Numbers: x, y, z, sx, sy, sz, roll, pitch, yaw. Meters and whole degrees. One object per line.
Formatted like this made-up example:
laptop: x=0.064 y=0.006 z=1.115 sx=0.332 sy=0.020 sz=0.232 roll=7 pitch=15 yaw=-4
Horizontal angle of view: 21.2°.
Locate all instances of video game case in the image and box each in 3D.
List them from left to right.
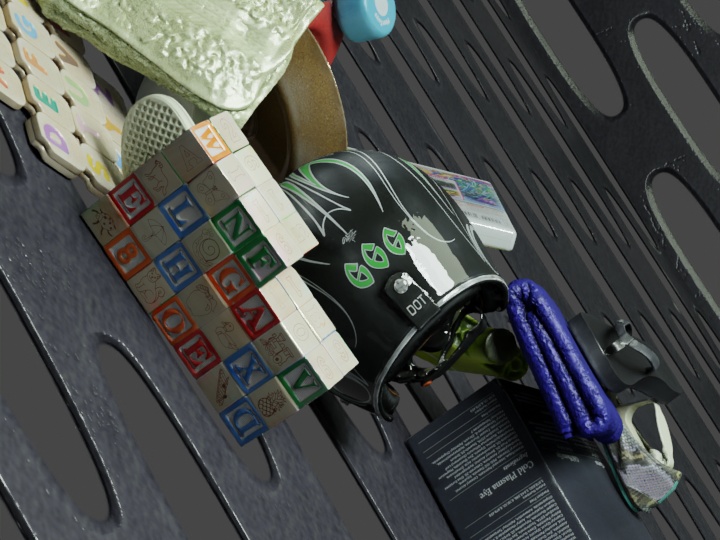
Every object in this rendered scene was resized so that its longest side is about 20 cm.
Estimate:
video game case: x=0.037 y=-0.073 z=1.790 sx=0.199 sy=0.024 sz=0.182 roll=13 pitch=15 yaw=-8

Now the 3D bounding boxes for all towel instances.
towel: x=-0.140 y=-0.213 z=1.494 sx=0.199 sy=0.149 sz=0.036 roll=32 pitch=-23 yaw=-5
towel: x=0.169 y=0.084 z=1.641 sx=0.148 sy=0.049 sz=0.200 roll=60 pitch=6 yaw=11

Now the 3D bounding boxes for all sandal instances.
sandal: x=0.238 y=0.070 z=1.693 sx=0.200 sy=0.043 sz=0.076 roll=17 pitch=39 yaw=-60

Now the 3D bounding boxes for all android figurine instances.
android figurine: x=0.058 y=0.045 z=1.670 sx=0.182 sy=0.041 sz=0.200 roll=31 pitch=-9 yaw=-17

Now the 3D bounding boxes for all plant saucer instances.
plant saucer: x=-0.086 y=-0.134 z=1.600 sx=0.035 sy=0.200 sz=0.201 roll=-23 pitch=75 yaw=-32

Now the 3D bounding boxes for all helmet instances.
helmet: x=0.000 y=0.000 z=1.497 sx=0.191 sy=0.200 sz=0.200 roll=44 pitch=11 yaw=21

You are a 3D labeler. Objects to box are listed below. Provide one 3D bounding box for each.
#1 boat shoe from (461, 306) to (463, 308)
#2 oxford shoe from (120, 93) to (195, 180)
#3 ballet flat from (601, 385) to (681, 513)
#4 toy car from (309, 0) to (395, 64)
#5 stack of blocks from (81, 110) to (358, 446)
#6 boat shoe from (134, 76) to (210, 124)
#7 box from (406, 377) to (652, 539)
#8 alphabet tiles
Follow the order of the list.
boat shoe: x=0.067 y=0.008 z=1.794 sx=0.072 sy=0.072 sz=0.200 roll=46 pitch=-13 yaw=7
oxford shoe: x=-0.117 y=-0.034 z=1.410 sx=0.201 sy=0.075 sz=0.058 roll=65 pitch=27 yaw=-5
ballet flat: x=0.235 y=0.124 z=1.765 sx=0.072 sy=0.072 sz=0.201 roll=25 pitch=34 yaw=-60
toy car: x=-0.084 y=-0.175 z=1.716 sx=0.177 sy=0.183 sz=0.201 roll=29 pitch=59 yaw=-56
stack of blocks: x=-0.088 y=0.006 z=1.343 sx=0.201 sy=0.115 sz=0.059 roll=56 pitch=28 yaw=-1
boat shoe: x=-0.131 y=-0.091 z=1.521 sx=0.064 sy=0.070 sz=0.201 roll=37 pitch=32 yaw=-45
box: x=0.157 y=0.205 z=1.687 sx=0.183 sy=0.104 sz=0.200 roll=60 pitch=17 yaw=22
alphabet tiles: x=-0.225 y=-0.138 z=1.431 sx=0.195 sy=0.015 sz=0.201 roll=37 pitch=25 yaw=-47
